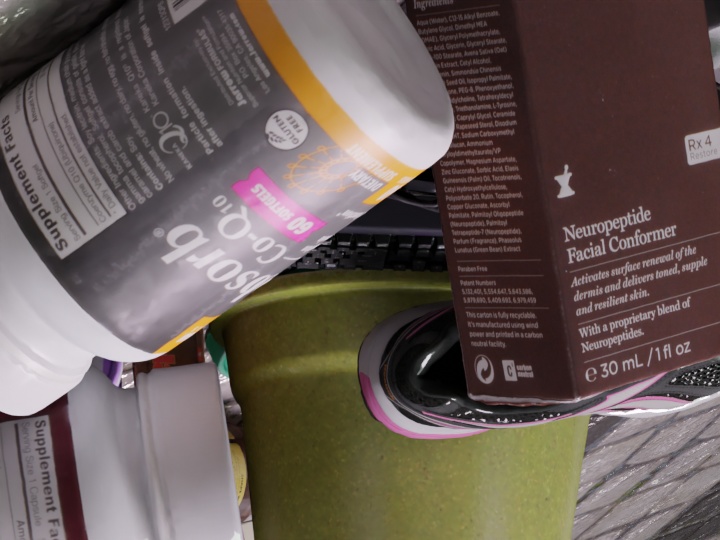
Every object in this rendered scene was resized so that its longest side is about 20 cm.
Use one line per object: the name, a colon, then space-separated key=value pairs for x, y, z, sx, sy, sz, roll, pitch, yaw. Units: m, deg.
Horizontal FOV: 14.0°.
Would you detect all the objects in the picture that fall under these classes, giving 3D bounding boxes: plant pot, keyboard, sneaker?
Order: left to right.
keyboard: x=-0.022 y=-0.020 z=1.232 sx=0.200 sy=0.021 sz=0.127 roll=1 pitch=160 yaw=-2
plant pot: x=0.023 y=0.112 z=1.372 sx=0.200 sy=0.184 sz=0.200 roll=2 pitch=165 yaw=1
sneaker: x=0.102 y=0.033 z=1.259 sx=0.200 sy=0.080 sz=0.086 roll=-18 pitch=-179 yaw=-7

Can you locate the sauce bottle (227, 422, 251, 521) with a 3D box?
sauce bottle: x=-0.091 y=0.111 z=1.569 sx=0.065 sy=0.065 sz=0.200 roll=-36 pitch=160 yaw=20

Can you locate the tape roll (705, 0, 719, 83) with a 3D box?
tape roll: x=0.124 y=-0.090 z=1.353 sx=0.200 sy=0.066 sz=0.200 roll=-27 pitch=162 yaw=-10

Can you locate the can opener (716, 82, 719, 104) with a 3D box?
can opener: x=0.081 y=-0.059 z=1.227 sx=0.200 sy=0.079 sz=0.063 roll=17 pitch=168 yaw=-35

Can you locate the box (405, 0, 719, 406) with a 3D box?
box: x=0.084 y=-0.056 z=1.146 sx=0.100 sy=0.200 sz=0.075 roll=-15 pitch=-173 yaw=-35

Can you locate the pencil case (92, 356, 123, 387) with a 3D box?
pencil case: x=-0.144 y=0.068 z=1.327 sx=0.084 sy=0.086 sz=0.200 roll=-30 pitch=163 yaw=-12

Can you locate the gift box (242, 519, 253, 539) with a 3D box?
gift box: x=-0.114 y=0.243 z=1.634 sx=0.200 sy=0.185 sz=0.187 roll=-12 pitch=178 yaw=43

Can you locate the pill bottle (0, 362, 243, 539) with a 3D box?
pill bottle: x=-0.149 y=0.098 z=1.171 sx=0.200 sy=0.114 sz=0.114 roll=-8 pitch=161 yaw=-4

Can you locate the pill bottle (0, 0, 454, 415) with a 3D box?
pill bottle: x=-0.074 y=-0.038 z=1.092 sx=0.200 sy=0.116 sz=0.116 roll=-36 pitch=162 yaw=17

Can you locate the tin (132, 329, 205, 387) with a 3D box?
tin: x=-0.087 y=0.065 z=1.347 sx=0.042 sy=0.112 sz=0.200 roll=-7 pitch=164 yaw=-5

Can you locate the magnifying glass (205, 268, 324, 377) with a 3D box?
magnifying glass: x=-0.041 y=0.047 z=1.546 sx=0.080 sy=0.022 sz=0.200 roll=-27 pitch=163 yaw=-11
